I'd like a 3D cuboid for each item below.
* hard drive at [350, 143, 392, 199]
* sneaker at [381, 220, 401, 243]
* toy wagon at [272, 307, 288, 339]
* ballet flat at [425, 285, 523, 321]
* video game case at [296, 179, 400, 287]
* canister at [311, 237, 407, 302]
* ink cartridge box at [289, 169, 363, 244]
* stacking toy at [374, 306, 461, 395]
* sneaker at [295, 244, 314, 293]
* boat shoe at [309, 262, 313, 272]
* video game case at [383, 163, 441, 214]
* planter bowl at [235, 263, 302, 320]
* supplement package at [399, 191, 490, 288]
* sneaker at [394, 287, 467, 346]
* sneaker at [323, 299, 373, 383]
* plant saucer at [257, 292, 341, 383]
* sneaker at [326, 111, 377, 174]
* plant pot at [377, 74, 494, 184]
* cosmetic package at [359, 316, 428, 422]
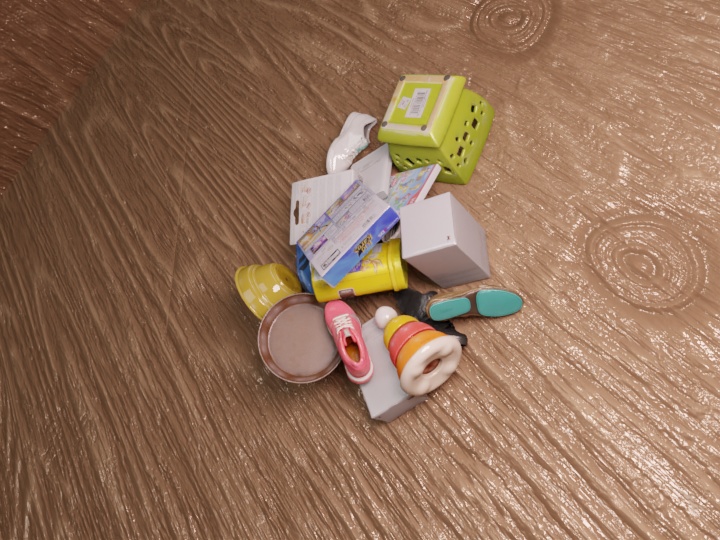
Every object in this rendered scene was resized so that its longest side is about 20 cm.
[{"bbox_3d":[0.020,-0.223,1.410,0.131,0.027,0.201,-27,35,31],"label":"hard drive"},{"bbox_3d":[0.093,-0.142,1.355,0.072,0.071,0.202,-4,70,32],"label":"sneaker"},{"bbox_3d":[-0.121,0.136,1.346,0.202,0.154,0.040,-69,18,-9],"label":"toy wagon"},{"bbox_3d":[0.230,0.062,1.176,0.198,0.069,0.072,-10,20,3],"label":"ballet flat"},{"bbox_3d":[-0.031,-0.083,1.209,0.200,0.045,0.181,-46,35,3],"label":"video game case"},{"bbox_3d":[0.000,0.000,1.267,0.198,0.087,0.149,-11,22,10],"label":"canister"},{"bbox_3d":[-0.083,-0.144,1.367,0.198,0.047,0.162,-5,80,38],"label":"ink cartridge box"},{"bbox_3d":[0.097,0.139,1.164,0.146,0.146,0.200,-48,49,8],"label":"stacking toy"},{"bbox_3d":[-0.118,-0.032,1.457,0.078,0.066,0.202,-19,62,22],"label":"sneaker"},{"bbox_3d":[-0.092,-0.059,1.412,0.071,0.060,0.202,0,81,-6],"label":"boat shoe"},{"bbox_3d":[0.082,-0.176,1.321,0.199,0.017,0.144,-3,50,51],"label":"video game case"},{"bbox_3d":[-0.203,0.044,1.394,0.083,0.200,0.201,-40,54,18],"label":"planter bowl"},{"bbox_3d":[0.178,-0.056,1.183,0.116,0.200,0.119,-14,64,28],"label":"supplement package"},{"bbox_3d":[0.151,0.091,1.231,0.198,0.060,0.105,12,83,40],"label":"sneaker"},{"bbox_3d":[-0.024,0.134,1.203,0.073,0.087,0.201,-22,60,-6],"label":"sneaker"},{"bbox_3d":[-0.128,0.152,1.272,0.198,0.035,0.202,0,71,0],"label":"plant saucer"},{"bbox_3d":[-0.020,-0.327,1.506,0.088,0.075,0.202,18,80,33],"label":"sneaker"},{"bbox_3d":[0.166,-0.337,1.316,0.198,0.181,0.202,17,80,37],"label":"plant pot"},{"bbox_3d":[0.052,0.211,1.239,0.112,0.081,0.201,-33,58,19],"label":"cosmetic package"}]
